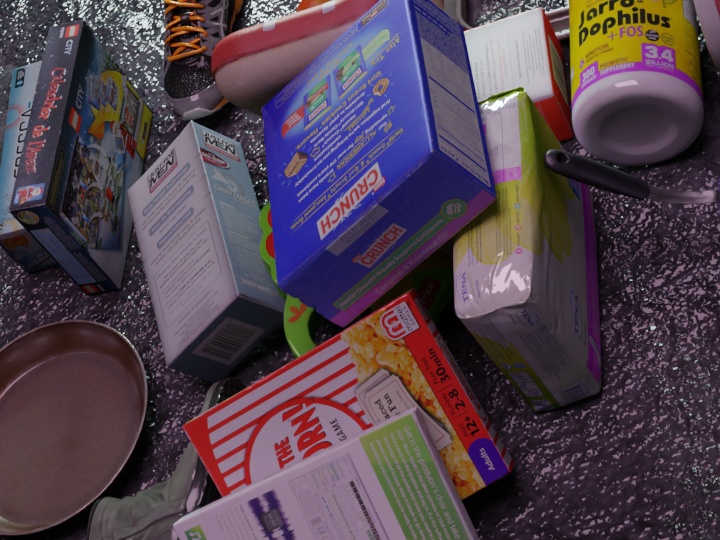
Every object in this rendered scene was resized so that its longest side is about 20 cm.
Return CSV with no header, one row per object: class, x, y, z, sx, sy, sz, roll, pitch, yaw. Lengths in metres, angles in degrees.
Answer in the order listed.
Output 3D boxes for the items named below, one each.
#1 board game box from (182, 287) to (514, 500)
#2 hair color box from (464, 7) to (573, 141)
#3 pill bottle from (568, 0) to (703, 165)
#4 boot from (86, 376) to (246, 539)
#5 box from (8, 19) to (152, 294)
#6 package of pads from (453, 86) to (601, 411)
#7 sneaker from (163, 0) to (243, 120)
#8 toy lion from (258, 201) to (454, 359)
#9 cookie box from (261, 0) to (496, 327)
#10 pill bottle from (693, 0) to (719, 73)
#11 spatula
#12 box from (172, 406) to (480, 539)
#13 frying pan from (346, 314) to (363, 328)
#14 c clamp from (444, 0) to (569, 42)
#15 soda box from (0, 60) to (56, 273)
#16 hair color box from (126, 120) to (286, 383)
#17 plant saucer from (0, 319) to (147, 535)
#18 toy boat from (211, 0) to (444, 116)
board game box,-0.009,0.129,1.406,0.199,0.046,0.152,-31,90,9
hair color box,0.073,-0.139,1.597,0.198,0.061,0.102,-15,52,17
pill bottle,0.220,-0.192,1.531,0.103,0.104,0.202,-11,54,20
boot,-0.158,0.178,1.500,0.130,0.068,0.202,-9,53,28
box,-0.244,-0.100,1.683,0.037,0.137,0.202,-9,55,21
package of pads,0.125,-0.018,1.425,0.068,0.155,0.202,-15,53,22
sneaker,-0.155,-0.227,1.765,0.078,0.077,0.202,-12,55,17
toy lion,0.000,0.000,1.509,0.190,0.069,0.201,17,67,19
cookie box,0.009,-0.088,1.426,0.171,0.075,0.201,-39,37,29
pill bottle,0.361,-0.233,1.483,0.198,0.111,0.112,-17,52,16
spatula,0.228,-0.058,1.412,0.198,0.021,0.057,13,56,-10
box,-0.017,0.205,1.373,0.199,0.036,0.145,-25,91,10
frying pan,-0.013,-0.004,1.565,0.189,0.031,0.115,35,87,32
c clamp,0.135,-0.260,1.671,0.198,0.027,0.172,-7,56,23
soda box,-0.288,-0.100,1.753,0.068,0.064,0.202,-13,53,18
hair color box,-0.131,-0.017,1.596,0.099,0.060,0.201,-43,45,28
plant saucer,-0.261,0.136,1.599,0.198,0.032,0.202,-14,53,19
toy boat,-0.030,-0.212,1.560,0.198,0.130,0.132,-15,79,17
